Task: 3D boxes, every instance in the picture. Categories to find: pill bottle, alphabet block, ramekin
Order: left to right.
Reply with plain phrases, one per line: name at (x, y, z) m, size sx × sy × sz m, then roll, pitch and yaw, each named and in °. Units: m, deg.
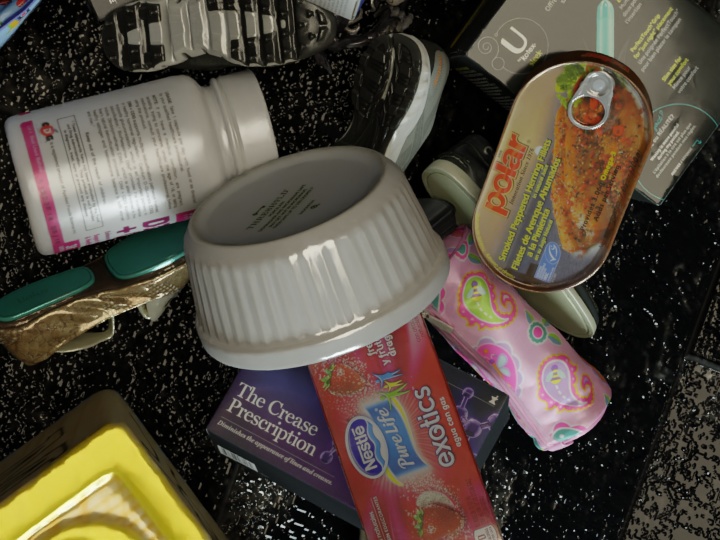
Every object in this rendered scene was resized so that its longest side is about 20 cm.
alphabet block at (-0.212, 0.229, 1.609) m, size 0.196 × 0.200 × 0.195 m, roll -38°, pitch 98°, yaw -5°
pill bottle at (-0.171, -0.089, 1.637) m, size 0.200 × 0.113 × 0.114 m, roll -15°, pitch 96°, yaw -8°
ramekin at (-0.040, -0.017, 1.555) m, size 0.202 × 0.202 × 0.094 m, roll -22°, pitch 115°, yaw -7°

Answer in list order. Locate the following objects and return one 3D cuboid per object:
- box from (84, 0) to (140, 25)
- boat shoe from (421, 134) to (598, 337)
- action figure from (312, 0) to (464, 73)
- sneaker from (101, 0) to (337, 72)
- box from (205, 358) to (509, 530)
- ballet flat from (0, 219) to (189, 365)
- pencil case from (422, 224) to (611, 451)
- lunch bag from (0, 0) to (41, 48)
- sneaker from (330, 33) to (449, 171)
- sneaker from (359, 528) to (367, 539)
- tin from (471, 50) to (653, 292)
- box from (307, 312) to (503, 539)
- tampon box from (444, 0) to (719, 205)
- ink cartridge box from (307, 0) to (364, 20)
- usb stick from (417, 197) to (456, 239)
box at (-0.165, -0.327, 1.655) m, size 0.198 × 0.050 × 0.200 m, roll -28°, pitch 97°, yaw -7°
boat shoe at (0.138, -0.032, 1.715) m, size 0.199 × 0.074 × 0.066 m, roll 44°, pitch 64°, yaw -9°
action figure at (0.010, -0.232, 1.667) m, size 0.200 × 0.102 × 0.119 m, roll -14°, pitch 106°, yaw 18°
sneaker at (-0.098, -0.190, 1.623) m, size 0.200 × 0.090 × 0.067 m, roll -2°, pitch 96°, yaw 28°
box at (-0.001, 0.121, 1.652) m, size 0.200 × 0.079 × 0.141 m, roll 26°, pitch 73°, yaw 12°
ballet flat at (-0.199, 0.019, 1.674) m, size 0.200 × 0.071 × 0.065 m, roll -22°, pitch 124°, yaw -4°
pencil case at (0.116, 0.058, 1.706) m, size 0.087 × 0.087 × 0.200 m, roll -44°, pitch 101°, yaw -4°
lunch bag at (-0.309, -0.184, 1.589) m, size 0.200 × 0.151 × 0.094 m, roll -31°, pitch 98°, yaw -6°
sneaker at (0.017, -0.098, 1.676) m, size 0.074 × 0.079 × 0.200 m, roll 39°, pitch 114°, yaw 25°
sneaker at (0.035, 0.186, 1.706) m, size 0.076 × 0.081 × 0.200 m, roll -1°, pitch 92°, yaw -7°
tin at (0.156, -0.077, 1.616) m, size 0.112 × 0.042 × 0.200 m, roll 18°, pitch 118°, yaw -4°
box at (0.033, 0.136, 1.551) m, size 0.095 × 0.100 × 0.200 m, roll -20°, pitch 73°, yaw -1°
tampon box at (0.192, -0.172, 1.682) m, size 0.200 × 0.126 × 0.150 m, roll 37°, pitch 89°, yaw -9°
ink cartridge box at (-0.056, -0.306, 1.592) m, size 0.200 × 0.043 × 0.197 m, roll 25°, pitch 57°, yaw 4°
usb stick at (0.000, 0.000, 1.644) m, size 0.200 × 0.055 × 0.033 m, roll -38°, pitch 122°, yaw -34°
